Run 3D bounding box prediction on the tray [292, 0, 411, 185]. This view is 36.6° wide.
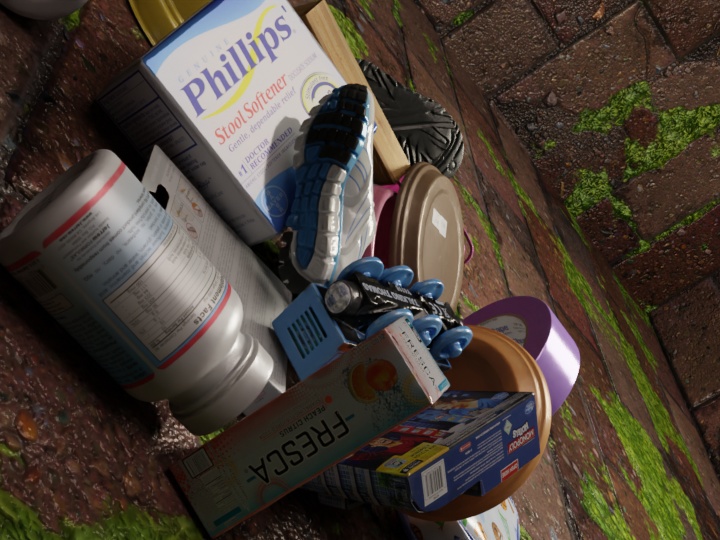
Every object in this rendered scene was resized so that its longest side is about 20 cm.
[{"bbox_3d":[-0.033,-0.178,1.138,0.037,0.098,0.201,-47,120,-32],"label":"tray"}]

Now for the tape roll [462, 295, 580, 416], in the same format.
[{"bbox_3d":[0.154,0.122,1.270,0.066,0.200,0.200,49,20,-21],"label":"tape roll"}]

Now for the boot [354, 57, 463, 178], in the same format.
[{"bbox_3d":[0.009,-0.184,1.263,0.200,0.077,0.168,33,-4,-31],"label":"boot"}]

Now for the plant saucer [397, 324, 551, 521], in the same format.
[{"bbox_3d":[0.083,0.140,1.051,0.037,0.199,0.201,50,17,-51],"label":"plant saucer"}]

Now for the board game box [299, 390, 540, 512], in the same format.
[{"bbox_3d":[0.021,0.155,0.952,0.199,0.199,0.062,-20,106,-49],"label":"board game box"}]

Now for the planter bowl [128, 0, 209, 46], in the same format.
[{"bbox_3d":[-0.179,-0.296,1.286,0.201,0.083,0.201,49,19,-23],"label":"planter bowl"}]

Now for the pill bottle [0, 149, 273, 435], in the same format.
[{"bbox_3d":[-0.155,0.021,0.779,0.200,0.108,0.109,51,19,-20],"label":"pill bottle"}]

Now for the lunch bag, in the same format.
[{"bbox_3d":[0.108,0.263,1.123,0.161,0.075,0.200,56,17,-10],"label":"lunch bag"}]

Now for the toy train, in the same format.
[{"bbox_3d":[0.017,0.056,0.993,0.200,0.114,0.087,18,36,-54],"label":"toy train"}]

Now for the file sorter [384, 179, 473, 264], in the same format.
[{"bbox_3d":[0.045,-0.038,1.354,0.126,0.139,0.200,61,18,8],"label":"file sorter"}]

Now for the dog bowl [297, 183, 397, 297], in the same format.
[{"bbox_3d":[0.000,0.000,1.128,0.200,0.073,0.202,0,90,-74],"label":"dog bowl"}]

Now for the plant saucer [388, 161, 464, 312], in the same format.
[{"bbox_3d":[0.076,-0.017,1.180,0.200,0.029,0.202,2,90,-68],"label":"plant saucer"}]

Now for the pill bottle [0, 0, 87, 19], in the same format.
[{"bbox_3d":[-0.288,-0.322,1.009,0.104,0.104,0.201,44,22,-35],"label":"pill bottle"}]

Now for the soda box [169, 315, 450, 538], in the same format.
[{"bbox_3d":[-0.037,0.113,0.785,0.064,0.199,0.068,58,17,3],"label":"soda box"}]

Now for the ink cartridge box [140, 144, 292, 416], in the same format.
[{"bbox_3d":[-0.138,0.009,0.948,0.200,0.057,0.163,45,22,-24],"label":"ink cartridge box"}]

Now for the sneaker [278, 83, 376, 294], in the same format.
[{"bbox_3d":[-0.017,-0.071,1.009,0.086,0.075,0.201,17,85,-50],"label":"sneaker"}]

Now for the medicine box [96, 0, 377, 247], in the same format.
[{"bbox_3d":[-0.114,-0.152,1.050,0.200,0.103,0.182,52,54,-17],"label":"medicine box"}]
